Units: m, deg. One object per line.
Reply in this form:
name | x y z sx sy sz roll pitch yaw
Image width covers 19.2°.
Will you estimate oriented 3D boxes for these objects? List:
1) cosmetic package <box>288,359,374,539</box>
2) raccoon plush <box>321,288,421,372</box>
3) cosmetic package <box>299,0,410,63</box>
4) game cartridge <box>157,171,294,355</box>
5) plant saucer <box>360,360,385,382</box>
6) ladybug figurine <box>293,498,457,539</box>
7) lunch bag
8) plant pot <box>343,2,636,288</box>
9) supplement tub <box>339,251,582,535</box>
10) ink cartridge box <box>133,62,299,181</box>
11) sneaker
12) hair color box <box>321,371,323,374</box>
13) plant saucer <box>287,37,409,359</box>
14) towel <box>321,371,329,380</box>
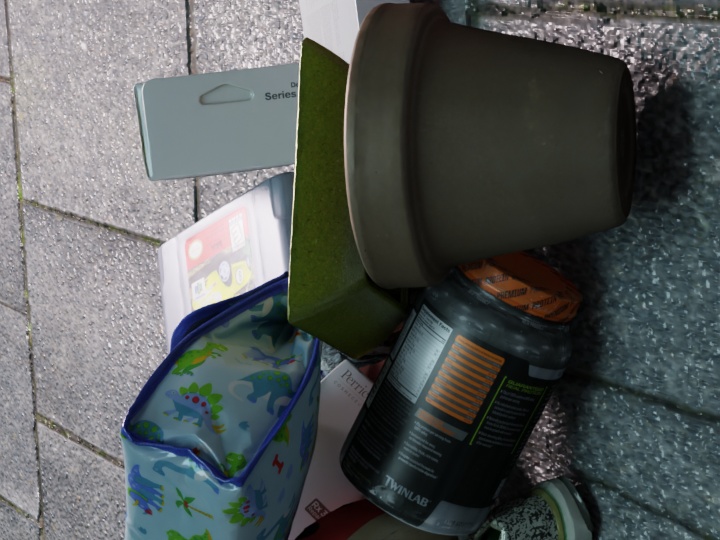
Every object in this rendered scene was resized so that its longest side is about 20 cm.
cosmetic package | -0.046 0.175 1.678 0.102 0.200 0.074 40 163 23
raccoon plush | 0.000 0.000 1.698 0.200 0.097 0.135 -20 73 50
cosmetic package | 0.000 -0.177 1.729 0.151 0.051 0.201 172 90 -75
game cartridge | -0.103 0.013 1.782 0.200 0.041 0.134 -29 66 47
plant saucer | -0.006 0.084 1.843 0.199 0.037 0.201 19 112 58
ladybug figurine | -0.001 0.224 1.612 0.072 0.200 0.136 41 108 22
lunch bag | -0.088 0.116 1.553 0.127 0.200 0.170 24 140 16
plant pot | 0.096 -0.085 1.458 0.200 0.174 0.201 1 -90 -76
supplement tub | 0.077 0.084 1.571 0.123 0.122 0.200 44 112 48
ink cartridge box | -0.112 -0.124 1.793 0.200 0.145 0.084 -124 27 -86
sneaker | 0.097 0.220 1.638 0.200 0.088 0.077 -56 50 51
hair color box | -0.071 0.050 1.849 0.109 0.065 0.200 59 145 37
plant saucer | 0.000 -0.047 1.529 0.200 0.048 0.201 37 -125 -73
towel | -0.040 0.199 1.809 0.166 0.085 0.200 61 144 32
